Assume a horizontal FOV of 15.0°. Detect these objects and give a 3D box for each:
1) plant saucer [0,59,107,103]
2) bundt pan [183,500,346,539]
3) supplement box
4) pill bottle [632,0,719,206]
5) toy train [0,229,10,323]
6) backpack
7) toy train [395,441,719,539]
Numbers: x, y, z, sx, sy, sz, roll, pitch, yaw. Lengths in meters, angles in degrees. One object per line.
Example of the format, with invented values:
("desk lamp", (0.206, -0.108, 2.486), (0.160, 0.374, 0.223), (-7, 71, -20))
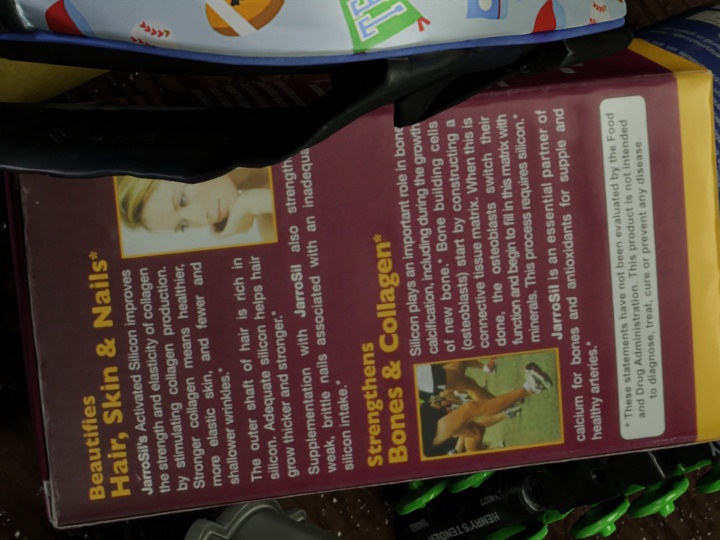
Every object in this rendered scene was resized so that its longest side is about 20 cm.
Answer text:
("plant saucer", (-0.065, -0.164, 0.828), (0.200, 0.048, 0.200), (-29, 115, -37))
("bundt pan", (-0.022, 0.174, 0.840), (0.202, 0.076, 0.202), (12, 90, -69))
("supplement box", (0.000, 0.000, 0.797), (0.199, 0.086, 0.111), (-7, 102, -7))
("pill bottle", (0.083, -0.019, 0.942), (0.200, 0.111, 0.111), (-23, 111, -39))
("toy train", (-0.168, 0.057, 0.772), (0.046, 0.034, 0.200), (48, 64, -24))
("backpack", (-0.027, -0.106, 0.685), (0.200, 0.190, 0.154), (-23, 123, -51))
("toy train", (0.087, 0.059, 0.905), (0.056, 0.200, 0.042), (-35, 96, -43))
